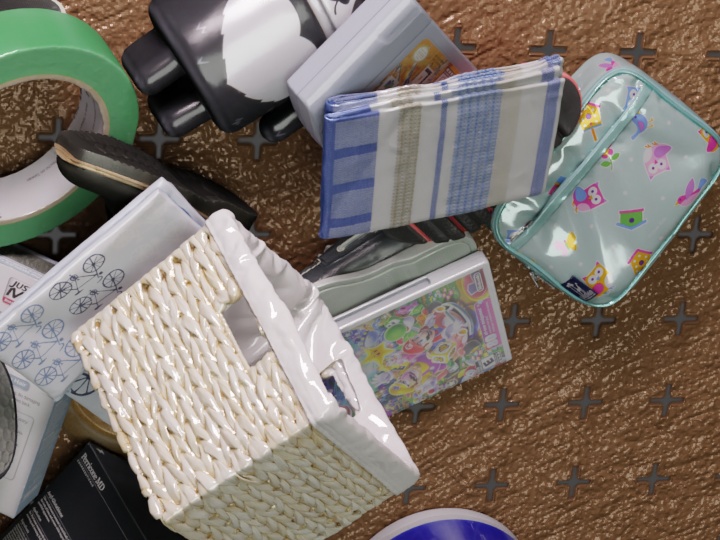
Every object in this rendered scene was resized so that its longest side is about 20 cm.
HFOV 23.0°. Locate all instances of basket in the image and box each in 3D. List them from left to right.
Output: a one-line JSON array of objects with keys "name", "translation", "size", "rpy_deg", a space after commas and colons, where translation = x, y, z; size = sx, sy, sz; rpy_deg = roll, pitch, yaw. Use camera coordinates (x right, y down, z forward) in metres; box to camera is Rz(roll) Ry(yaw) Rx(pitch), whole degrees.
[{"name": "basket", "translation": [-0.085, 0.100, 1.353], "size": [0.160, 0.199, 0.200], "rpy_deg": [-35, 150, 7]}]

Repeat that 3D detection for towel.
[{"name": "towel", "translation": [0.062, -0.096, 1.383], "size": [0.198, 0.024, 0.148], "rpy_deg": [-13, 140, -13]}]

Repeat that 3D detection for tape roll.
[{"name": "tape roll", "translation": [-0.268, -0.105, 1.351], "size": [0.199, 0.048, 0.201], "rpy_deg": [-24, 144, -18]}]

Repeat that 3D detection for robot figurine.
[{"name": "robot figurine", "translation": [-0.084, -0.186, 1.371], "size": [0.199, 0.125, 0.150], "rpy_deg": [-32, 159, -4]}]

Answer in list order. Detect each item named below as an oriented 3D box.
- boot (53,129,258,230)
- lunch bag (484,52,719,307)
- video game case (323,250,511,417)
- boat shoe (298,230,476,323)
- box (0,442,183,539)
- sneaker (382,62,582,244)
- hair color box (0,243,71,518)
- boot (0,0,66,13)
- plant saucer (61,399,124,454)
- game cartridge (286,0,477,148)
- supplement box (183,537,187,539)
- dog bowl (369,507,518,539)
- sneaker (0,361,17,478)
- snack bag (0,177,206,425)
[{"name": "boot", "translation": [-0.182, -0.019, 1.388], "size": [0.199, 0.077, 0.139], "rpy_deg": [24, 101, -44]}, {"name": "lunch bag", "translation": [0.202, -0.075, 1.523], "size": [0.160, 0.077, 0.201], "rpy_deg": [34, 101, -25]}, {"name": "video game case", "translation": [0.031, 0.072, 1.543], "size": [0.198, 0.018, 0.144], "rpy_deg": [-24, 139, -5]}, {"name": "boat shoe", "translation": [0.000, 0.000, 1.514], "size": [0.198, 0.061, 0.076], "rpy_deg": [-21, 144, -7]}, {"name": "box", "translation": [-0.212, 0.268, 1.485], "size": [0.141, 0.200, 0.079], "rpy_deg": [-47, 141, 9]}, {"name": "sneaker", "translation": [0.094, -0.099, 1.480], "size": [0.200, 0.087, 0.074], "rpy_deg": [-39, 120, 4]}, {"name": "hair color box", "translation": [-0.287, 0.088, 1.453], "size": [0.098, 0.061, 0.202], "rpy_deg": [24, 107, 6]}, {"name": "boot", "translation": [-0.313, -0.131, 1.375], "size": [0.198, 0.073, 0.146], "rpy_deg": [-14, 125, -11]}, {"name": "plant saucer", "translation": [-0.183, 0.075, 1.508], "size": [0.198, 0.035, 0.202], "rpy_deg": [-6, 113, -13]}, {"name": "game cartridge", "translation": [0.019, -0.143, 1.404], "size": [0.133, 0.042, 0.200], "rpy_deg": [-49, 157, 5]}, {"name": "supplement box", "translation": [-0.119, 0.237, 1.553], "size": [0.200, 0.109, 0.061], "rpy_deg": [-44, 117, 7]}, {"name": "dog bowl", "translation": [0.079, 0.330, 1.661], "size": [0.198, 0.079, 0.202], "rpy_deg": [-5, 114, -12]}, {"name": "sneaker", "translation": [-0.362, 0.083, 1.402], "size": [0.145, 0.077, 0.204], "rpy_deg": [-17, 98, 27]}, {"name": "snack bag", "translation": [-0.176, 0.037, 1.389], "size": [0.188, 0.021, 0.200], "rpy_deg": [-40, 142, 2]}]
